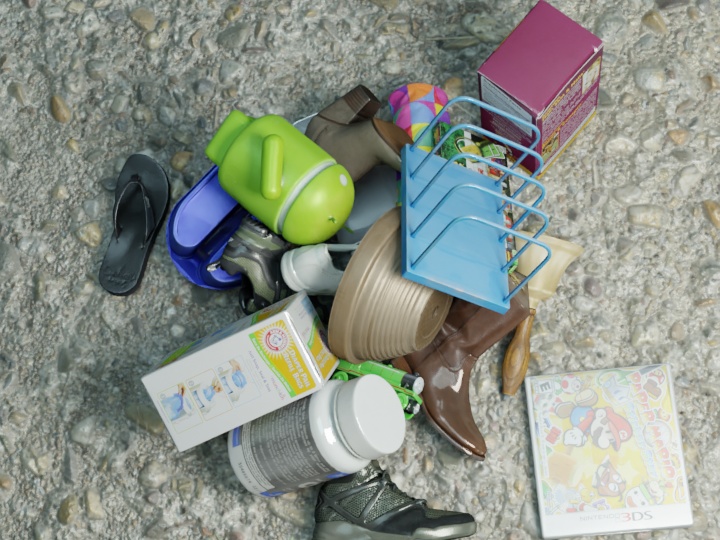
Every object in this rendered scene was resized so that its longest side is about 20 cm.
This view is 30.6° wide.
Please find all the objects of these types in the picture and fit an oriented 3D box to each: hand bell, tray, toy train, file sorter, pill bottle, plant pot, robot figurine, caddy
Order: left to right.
[{"bbox_3d":[-0.163,-0.068,1.726,0.141,0.105,0.200,45,81,-4],"label":"caddy"},{"bbox_3d":[-0.092,-0.111,1.610,0.200,0.175,0.116,39,96,16],"label":"robot figurine"},{"bbox_3d":[-0.052,0.196,1.571,0.199,0.114,0.114,-22,66,35],"label":"pill bottle"},{"bbox_3d":[-0.010,-0.131,1.767,0.107,0.022,0.201,-22,70,-1],"label":"tray"},{"bbox_3d":[-0.006,0.131,1.646,0.199,0.042,0.057,17,69,30],"label":"toy train"},{"bbox_3d":[0.051,0.031,1.579,0.092,0.201,0.201,24,76,20],"label":"plant pot"},{"bbox_3d":[0.136,-0.081,1.520,0.138,0.123,0.201,20,46,-22],"label":"file sorter"},{"bbox_3d":[0.209,0.058,1.654,0.104,0.104,0.201,13,87,12],"label":"hand bell"}]

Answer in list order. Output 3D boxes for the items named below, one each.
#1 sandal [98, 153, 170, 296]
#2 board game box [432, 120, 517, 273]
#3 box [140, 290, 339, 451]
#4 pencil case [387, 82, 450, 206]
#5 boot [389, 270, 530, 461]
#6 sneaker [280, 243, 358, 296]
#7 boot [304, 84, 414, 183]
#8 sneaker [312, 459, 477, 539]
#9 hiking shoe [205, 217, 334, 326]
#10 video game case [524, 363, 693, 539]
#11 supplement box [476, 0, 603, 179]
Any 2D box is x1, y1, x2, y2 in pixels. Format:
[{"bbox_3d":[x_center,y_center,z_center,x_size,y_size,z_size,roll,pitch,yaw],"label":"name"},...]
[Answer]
[{"bbox_3d":[-0.304,-0.065,1.774,0.076,0.043,0.201,4,72,9],"label":"sandal"},{"bbox_3d":[0.141,-0.094,1.639,0.104,0.023,0.201,17,48,-21],"label":"board game box"},{"bbox_3d":[-0.139,0.118,1.566,0.199,0.113,0.102,-25,97,14],"label":"box"},{"bbox_3d":[0.079,-0.144,1.716,0.088,0.088,0.201,-3,63,7],"label":"pencil case"},{"bbox_3d":[0.152,0.104,1.610,0.200,0.064,0.187,-45,68,14],"label":"boot"},{"bbox_3d":[0.000,0.000,1.632,0.088,0.199,0.076,-26,70,38],"label":"sneaker"},{"bbox_3d":[-0.010,-0.140,1.692,0.146,0.070,0.200,-49,43,19],"label":"boot"},{"bbox_3d":[0.042,0.277,1.595,0.198,0.076,0.115,0,78,13],"label":"sneaker"},{"bbox_3d":[-0.104,0.023,1.665,0.101,0.076,0.200,-46,116,1],"label":"hiking shoe"},{"bbox_3d":[0.300,0.219,1.607,0.181,0.023,0.201,-6,71,5],"label":"video game case"},{"bbox_3d":[0.227,-0.224,1.671,0.103,0.200,0.131,40,79,17],"label":"supplement box"}]
